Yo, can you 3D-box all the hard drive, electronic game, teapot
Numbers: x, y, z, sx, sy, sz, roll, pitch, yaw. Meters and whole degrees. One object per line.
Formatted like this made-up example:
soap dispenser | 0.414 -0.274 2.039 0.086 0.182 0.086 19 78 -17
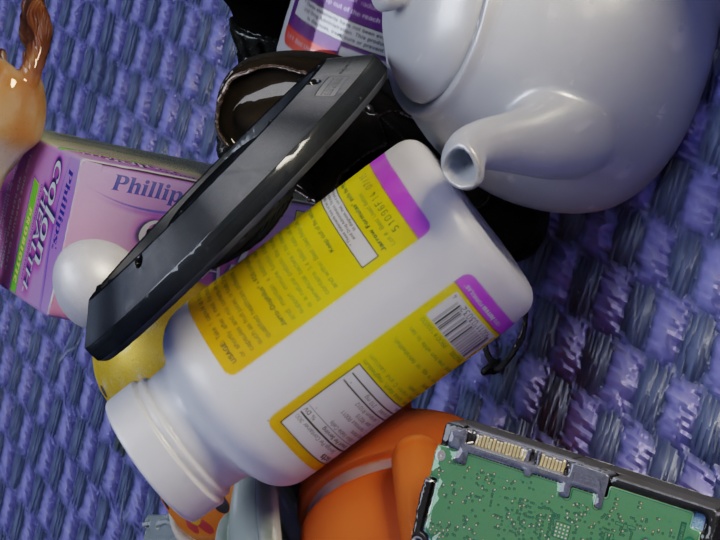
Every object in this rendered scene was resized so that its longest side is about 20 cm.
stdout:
hard drive | 0.079 0.180 1.340 0.140 0.038 0.200 16 98 24
electronic game | -0.061 -0.031 1.448 0.200 0.042 0.200 -45 5 5
teapot | 0.072 -0.129 1.454 0.200 0.146 0.198 -174 95 -68

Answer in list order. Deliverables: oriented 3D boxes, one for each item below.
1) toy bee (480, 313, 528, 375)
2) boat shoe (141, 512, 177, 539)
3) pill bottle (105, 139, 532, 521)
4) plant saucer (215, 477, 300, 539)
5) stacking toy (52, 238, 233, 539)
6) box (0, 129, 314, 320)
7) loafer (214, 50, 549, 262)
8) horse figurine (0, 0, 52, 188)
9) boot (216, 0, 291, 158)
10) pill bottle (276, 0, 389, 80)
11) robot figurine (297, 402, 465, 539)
toy bee | 0.000 0.000 1.616 0.200 0.109 0.131 150 129 -61
boat shoe | -0.094 0.159 1.811 0.201 0.070 0.072 150 122 -65
pill bottle | -0.023 0.033 1.443 0.200 0.104 0.104 -36 33 5
plant saucer | -0.037 0.173 1.552 0.200 0.050 0.200 -13 -90 -80
stacking toy | -0.103 0.053 1.678 0.146 0.200 0.146 -32 31 22
box | -0.127 -0.019 1.831 0.200 0.176 0.097 -159 80 -66
loafer | 0.001 -0.059 1.548 0.200 0.071 0.073 23 112 26
horse figurine | -0.229 -0.083 1.801 0.133 0.050 0.200 49 117 47
boot | -0.060 -0.131 1.718 0.079 0.211 0.158 39 115 35
pill bottle | 0.034 -0.190 1.615 0.111 0.111 0.200 -128 52 -61
robot figurine | 0.028 0.154 1.471 0.117 0.144 0.200 -28 49 25
